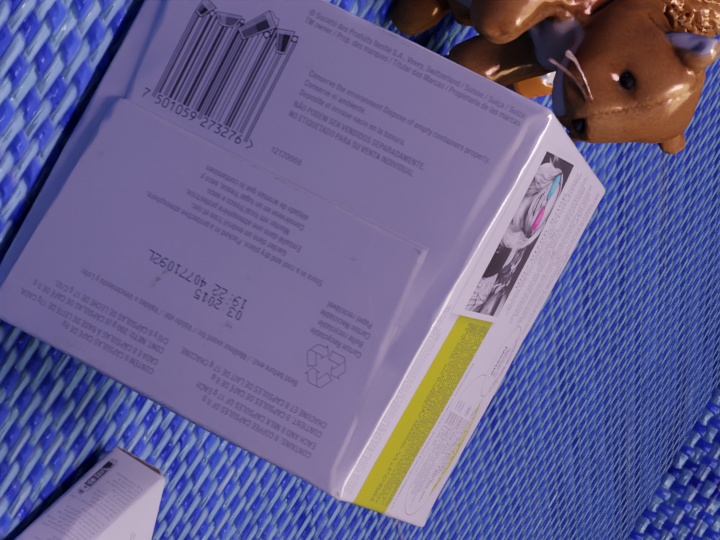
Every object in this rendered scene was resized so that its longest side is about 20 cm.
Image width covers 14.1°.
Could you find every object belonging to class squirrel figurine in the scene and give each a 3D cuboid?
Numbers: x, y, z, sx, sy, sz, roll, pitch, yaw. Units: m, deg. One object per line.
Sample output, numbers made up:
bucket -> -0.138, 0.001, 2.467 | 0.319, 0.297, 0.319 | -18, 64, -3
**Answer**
squirrel figurine -> 0.140, -0.158, 1.627 | 0.200, 0.187, 0.142 | -28, 150, -31

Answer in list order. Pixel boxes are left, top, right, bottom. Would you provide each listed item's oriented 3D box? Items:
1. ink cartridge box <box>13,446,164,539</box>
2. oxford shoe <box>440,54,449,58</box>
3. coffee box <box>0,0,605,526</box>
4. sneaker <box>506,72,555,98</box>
ink cartridge box -> -0.189, 0.221, 1.569 | 0.200, 0.041, 0.200 | -44, 157, -48
oxford shoe -> 0.030, -0.092, 1.718 | 0.200, 0.071, 0.073 | -26, 123, -73
coffee box -> -0.025, -0.013, 1.393 | 0.200, 0.199, 0.198 | -62, 165, -2
sneaker -> 0.108, -0.174, 1.764 | 0.200, 0.075, 0.092 | -69, 147, -58
